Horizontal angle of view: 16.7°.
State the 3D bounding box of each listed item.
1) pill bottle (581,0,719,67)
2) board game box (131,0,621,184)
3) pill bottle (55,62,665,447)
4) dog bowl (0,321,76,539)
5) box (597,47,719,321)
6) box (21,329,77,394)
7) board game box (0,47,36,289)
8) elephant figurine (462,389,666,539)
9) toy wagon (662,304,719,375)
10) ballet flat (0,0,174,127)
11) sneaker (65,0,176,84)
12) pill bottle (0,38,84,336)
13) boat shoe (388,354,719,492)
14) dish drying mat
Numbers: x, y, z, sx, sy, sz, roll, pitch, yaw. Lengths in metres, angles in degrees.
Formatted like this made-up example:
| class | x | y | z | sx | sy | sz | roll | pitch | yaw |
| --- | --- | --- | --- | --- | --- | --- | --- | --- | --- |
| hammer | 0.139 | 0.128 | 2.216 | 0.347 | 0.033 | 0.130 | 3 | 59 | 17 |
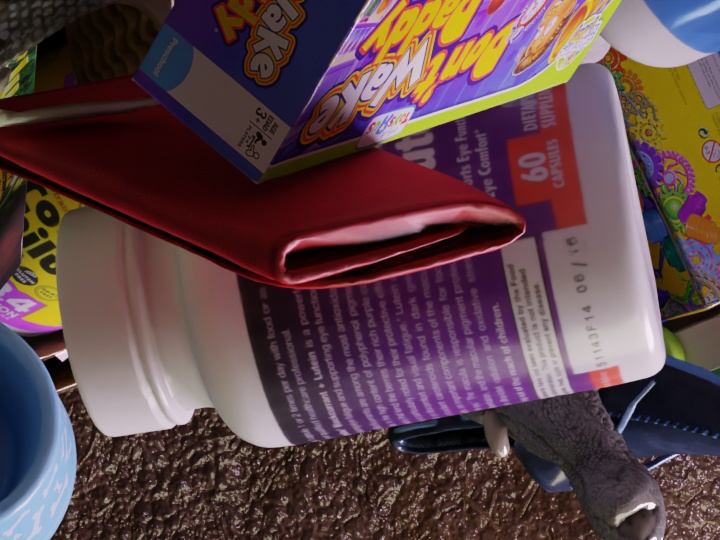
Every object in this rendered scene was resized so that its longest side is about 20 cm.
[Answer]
| class | x | y | z | sx | sy | sz | roll | pitch | yaw |
| --- | --- | --- | --- | --- | --- | --- | --- | --- | --- |
| pill bottle | 0.126 | -0.138 | 0.848 | 0.199 | 0.113 | 0.112 | -23 | 180 | 31 |
| board game box | 0.036 | -0.104 | 0.660 | 0.135 | 0.045 | 0.200 | -58 | 164 | 25 |
| pill bottle | 0.000 | 0.000 | 0.857 | 0.198 | 0.112 | 0.111 | -11 | -179 | 8 |
| dog bowl | -0.199 | 0.039 | 0.950 | 0.112 | 0.199 | 0.050 | -51 | 175 | -25 |
| box | 0.124 | -0.084 | 1.130 | 0.121 | 0.201 | 0.192 | -25 | -179 | -20 |
| box | -0.155 | 0.019 | 1.120 | 0.199 | 0.021 | 0.163 | 6 | -161 | 42 |
| board game box | -0.151 | -0.012 | 0.844 | 0.105 | 0.023 | 0.200 | -50 | 172 | -25 |
| elephant figurine | 0.048 | 0.016 | 1.042 | 0.141 | 0.200 | 0.155 | -27 | -158 | 51 |
| toy wagon | 0.181 | 0.022 | 1.176 | 0.199 | 0.040 | 0.155 | -25 | 180 | 38 |
| ballet flat | -0.052 | -0.086 | 0.692 | 0.199 | 0.072 | 0.072 | -24 | 180 | -6 |
| sneaker | -0.018 | -0.096 | 0.834 | 0.090 | 0.075 | 0.199 | -15 | 175 | -44 |
| pill bottle | -0.086 | -0.049 | 0.971 | 0.199 | 0.105 | 0.104 | -24 | 179 | 41 |
| boat shoe | 0.097 | 0.071 | 1.102 | 0.199 | 0.069 | 0.084 | 4 | 159 | 48 |
| dish drying mat | -0.041 | -0.027 | 0.672 | 0.076 | 0.018 | 0.200 | -14 | -161 | -29 |
